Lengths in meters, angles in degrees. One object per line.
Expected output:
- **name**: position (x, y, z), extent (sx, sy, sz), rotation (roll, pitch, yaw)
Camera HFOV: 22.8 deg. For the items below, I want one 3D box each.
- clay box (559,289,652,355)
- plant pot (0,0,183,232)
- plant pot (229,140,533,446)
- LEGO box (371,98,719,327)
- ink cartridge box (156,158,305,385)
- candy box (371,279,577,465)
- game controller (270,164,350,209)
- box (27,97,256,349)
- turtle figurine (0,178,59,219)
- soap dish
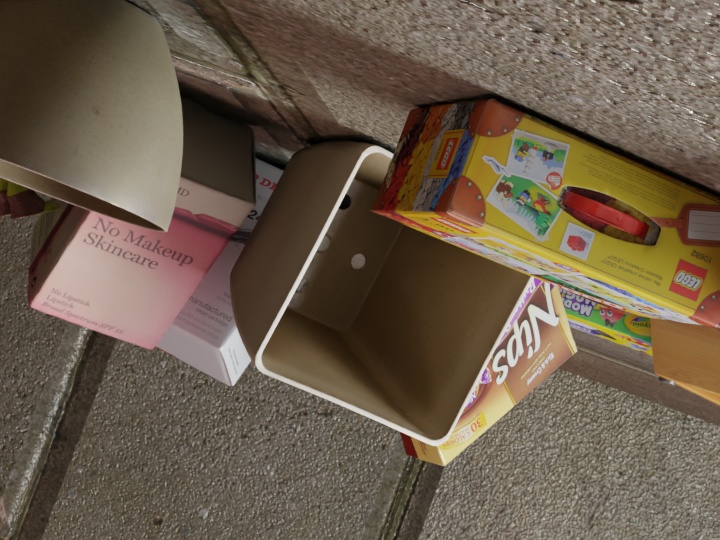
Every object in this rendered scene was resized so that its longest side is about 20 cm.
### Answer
- **clay box**: position (0.220, 0.033, 1.789), extent (0.200, 0.048, 0.115), rotation (19, 175, 12)
- **plant pot**: position (-0.204, -0.124, 1.224), extent (0.200, 0.135, 0.200), rotation (19, 176, 1)
- **plant pot**: position (0.000, 0.000, 1.515), extent (0.200, 0.200, 0.177), rotation (26, -176, -31)
- **LEGO box**: position (0.129, -0.036, 1.153), extent (0.200, 0.077, 0.149), rotation (22, 176, -17)
- **ink cartridge box**: position (-0.134, -0.012, 1.732), extent (0.145, 0.200, 0.083), rotation (25, 156, 19)
- **candy box**: position (0.109, 0.076, 1.663), extent (0.056, 0.200, 0.117), rotation (13, 129, 48)
- **game controller**: position (-0.024, -0.068, 1.798), extent (0.200, 0.042, 0.104), rotation (17, 160, 37)
- **box**: position (-0.193, -0.047, 1.567), extent (0.128, 0.200, 0.109), rotation (21, -143, -23)
- **turtle figurine**: position (-0.306, -0.127, 1.551), extent (0.064, 0.162, 0.200), rotation (-20, -167, -36)
- **soap dish**: position (0.371, 0.096, 1.650), extent (0.157, 0.081, 0.200), rotation (17, 175, 39)
